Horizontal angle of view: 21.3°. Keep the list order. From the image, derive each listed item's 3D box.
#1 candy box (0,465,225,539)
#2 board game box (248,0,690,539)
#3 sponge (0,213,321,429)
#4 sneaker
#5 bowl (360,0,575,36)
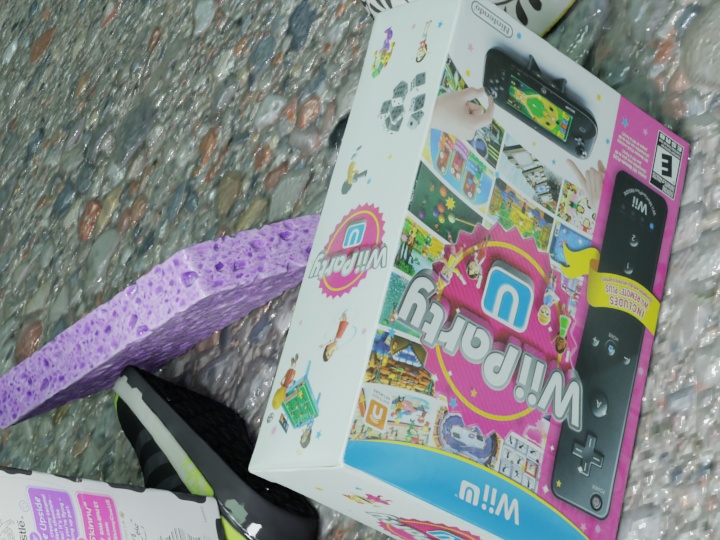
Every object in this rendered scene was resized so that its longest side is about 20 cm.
[{"bbox_3d":[-0.180,0.154,0.856,0.167,0.199,0.072,-30,63,29],"label":"candy box"},{"bbox_3d":[0.051,0.012,0.771,0.064,0.147,0.202,-10,59,50],"label":"board game box"},{"bbox_3d":[-0.109,0.028,1.040,0.199,0.111,0.030,-32,81,42],"label":"sponge"},{"bbox_3d":[-0.093,0.117,0.978,0.083,0.071,0.200,-60,31,7],"label":"sneaker"},{"bbox_3d":[0.048,-0.207,0.995,0.200,0.094,0.202,-35,41,37],"label":"bowl"}]
